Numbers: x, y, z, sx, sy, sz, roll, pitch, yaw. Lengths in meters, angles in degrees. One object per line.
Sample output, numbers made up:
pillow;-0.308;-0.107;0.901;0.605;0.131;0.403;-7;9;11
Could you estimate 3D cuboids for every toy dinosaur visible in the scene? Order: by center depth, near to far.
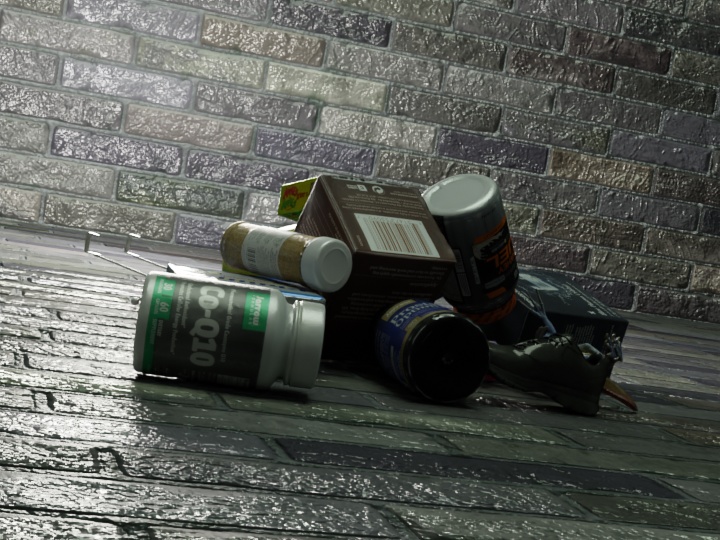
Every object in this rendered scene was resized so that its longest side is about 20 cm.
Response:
toy dinosaur;0.260;0.127;1.642;0.180;0.201;0.105;-16;4;23

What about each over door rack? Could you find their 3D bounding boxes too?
over door rack;-0.347;0.012;1.977;0.199;0.067;0.148;32;9;15

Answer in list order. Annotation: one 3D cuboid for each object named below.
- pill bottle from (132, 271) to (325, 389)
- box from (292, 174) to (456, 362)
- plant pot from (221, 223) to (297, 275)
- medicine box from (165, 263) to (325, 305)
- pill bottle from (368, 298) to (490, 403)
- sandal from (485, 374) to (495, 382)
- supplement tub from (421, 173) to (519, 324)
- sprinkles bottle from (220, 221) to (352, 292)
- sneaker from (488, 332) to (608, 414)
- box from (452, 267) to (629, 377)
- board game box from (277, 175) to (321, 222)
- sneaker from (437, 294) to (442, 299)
pill bottle;-0.143;0.069;1.321;0.199;0.114;0.113;8;3;-6
box;0.000;0.000;1.669;0.165;0.201;0.165;6;39;-30
plant pot;-0.113;0.012;1.916;0.191;0.202;0.200;-1;1;14
medicine box;-0.156;0.061;1.524;0.181;0.104;0.200;8;3;-15
pill bottle;0.078;0.095;1.522;0.111;0.113;0.200;8;4;-18
sandal;0.166;0.139;1.720;0.199;0.045;0.075;-6;1;-11
supplement tub;0.162;-0.029;1.757;0.122;0.201;0.123;-13;32;8
sprinkles bottle;-0.100;-0.020;1.574;0.068;0.069;0.199;6;5;-45
sneaker;0.232;0.116;1.545;0.199;0.091;0.076;20;5;-23
box;0.281;0.083;1.910;0.199;0.118;0.197;7;19;-28
board game box;-0.012;-0.082;1.779;0.199;0.048;0.101;18;-17;-37
sneaker;0.092;0.022;1.925;0.111;0.077;0.200;-34;-11;15
